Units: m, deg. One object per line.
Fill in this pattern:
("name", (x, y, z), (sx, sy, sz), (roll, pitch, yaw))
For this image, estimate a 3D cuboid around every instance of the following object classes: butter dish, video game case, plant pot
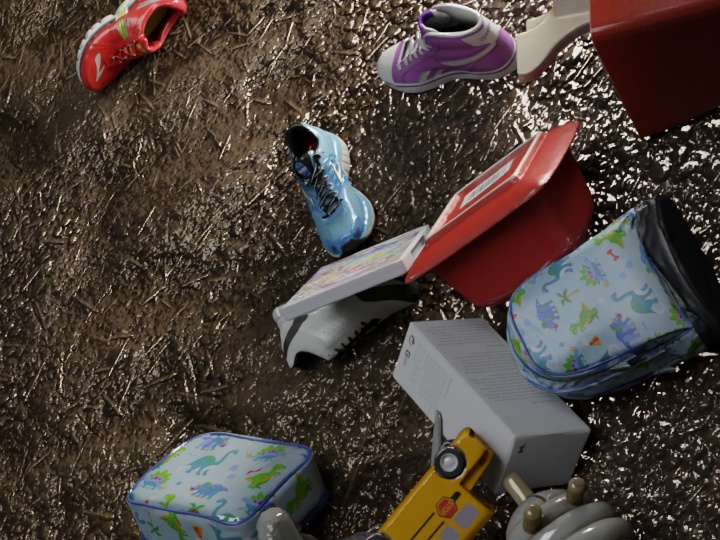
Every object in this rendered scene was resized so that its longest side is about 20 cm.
("butter dish", (0.172, -0.033, 1.659), (0.199, 0.148, 0.200), (-36, 10, 30))
("video game case", (0.000, 0.000, 1.750), (0.142, 0.200, 0.018), (-23, 97, 14))
("plant pot", (0.342, -0.281, 1.624), (0.174, 0.200, 0.202), (-8, 61, 22))

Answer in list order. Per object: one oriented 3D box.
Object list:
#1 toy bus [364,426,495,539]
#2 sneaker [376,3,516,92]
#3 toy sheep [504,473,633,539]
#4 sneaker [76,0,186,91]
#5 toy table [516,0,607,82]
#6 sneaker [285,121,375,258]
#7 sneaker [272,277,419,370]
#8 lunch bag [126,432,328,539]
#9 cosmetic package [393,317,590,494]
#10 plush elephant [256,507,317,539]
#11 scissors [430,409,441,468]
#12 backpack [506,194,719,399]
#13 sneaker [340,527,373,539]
("toy bus", (0.061, 0.247, 1.516), (0.078, 0.065, 0.200), (40, 94, 4))
("sneaker", (0.080, -0.272, 1.879), (0.199, 0.114, 0.073), (-6, 65, 39))
("toy sheep", (0.195, 0.265, 1.463), (0.138, 0.138, 0.201), (-40, 60, 16))
("sneaker", (-0.328, -0.331, 2.281), (0.200, 0.077, 0.085), (-47, 51, 10))
("toy table", (0.226, -0.301, 1.746), (0.116, 0.184, 0.202), (-7, 53, 18))
("sneaker", (-0.049, -0.099, 1.908), (0.078, 0.090, 0.201), (-38, 49, 17))
("sneaker", (-0.011, 0.059, 1.817), (0.199, 0.073, 0.081), (-21, 69, 36))
("lunch bag", (-0.144, 0.250, 1.765), (0.198, 0.083, 0.161), (3, 32, 39))
("cosmetic package", (0.130, 0.133, 1.614), (0.200, 0.101, 0.072), (48, 129, 45))
("plush elephant", (-0.080, 0.365, 1.649), (0.155, 0.199, 0.166), (-34, 31, 50))
("scissors", (0.071, 0.244, 1.612), (0.073, 0.014, 0.202), (-14, 84, 54))
("backpack", (0.238, 0.041, 1.555), (0.199, 0.153, 0.165), (-32, 72, 30))
("sneaker", (0.035, 0.339, 1.588), (0.200, 0.080, 0.074), (51, 127, 39))
